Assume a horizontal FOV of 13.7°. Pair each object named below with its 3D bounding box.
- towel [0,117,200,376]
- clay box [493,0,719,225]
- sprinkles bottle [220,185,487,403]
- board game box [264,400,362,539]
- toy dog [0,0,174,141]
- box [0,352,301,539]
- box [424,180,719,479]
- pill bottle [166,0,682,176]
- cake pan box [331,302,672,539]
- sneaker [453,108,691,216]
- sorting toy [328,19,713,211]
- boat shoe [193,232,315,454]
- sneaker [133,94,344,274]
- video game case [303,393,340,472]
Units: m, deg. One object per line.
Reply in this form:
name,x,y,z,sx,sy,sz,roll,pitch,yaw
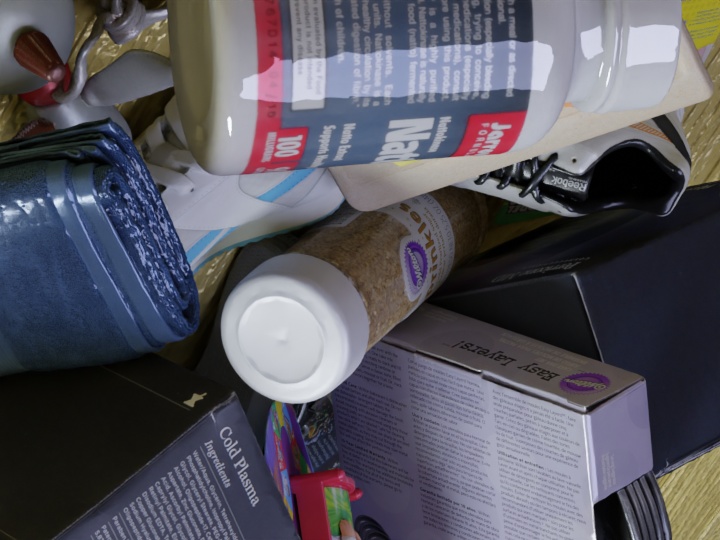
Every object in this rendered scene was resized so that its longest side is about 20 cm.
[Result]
towel,-0.175,0.001,1.264,0.199,0.049,0.112,-11,127,16
clay box,0.132,-0.117,1.589,0.115,0.048,0.200,-11,139,-41
sprinkles bottle,0.000,0.000,1.491,0.068,0.068,0.200,-60,171,28
board game box,-0.005,0.158,1.519,0.039,0.158,0.200,-11,118,8
toy dog,-0.130,-0.083,1.282,0.132,0.096,0.200,-49,149,13
box,-0.158,0.116,1.287,0.182,0.200,0.104,-39,126,-23
box,0.135,0.035,1.607,0.198,0.124,0.200,-24,-173,-38
pill bottle,0.026,-0.105,1.252,0.199,0.120,0.120,-5,139,-13
cake pan box,0.070,0.119,1.525,0.052,0.200,0.185,-28,121,-36
sneaker,0.076,-0.069,1.505,0.199,0.080,0.074,0,132,-13
sorting toy,0.043,-0.117,1.352,0.185,0.037,0.200,-18,128,18
boat shoe,-0.052,0.069,1.587,0.071,0.072,0.200,-1,129,-42
sneaker,-0.088,-0.042,1.414,0.200,0.076,0.081,-31,144,-33
video game case,-0.010,0.113,1.743,0.182,0.023,0.200,-39,150,-7
